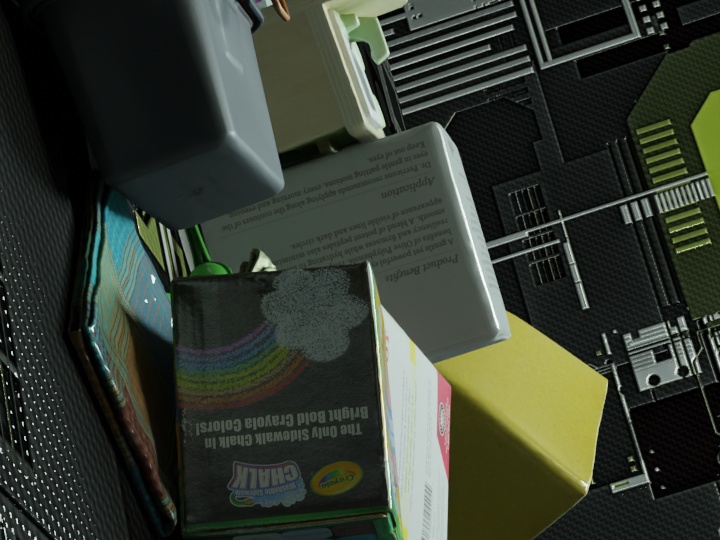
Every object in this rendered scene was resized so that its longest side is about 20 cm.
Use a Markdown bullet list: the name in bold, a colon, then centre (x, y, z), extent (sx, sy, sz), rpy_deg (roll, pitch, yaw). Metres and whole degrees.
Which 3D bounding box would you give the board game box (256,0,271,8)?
- **board game box**: centre (-0.104, -0.284, 2.401), extent (0.200, 0.034, 0.135), rpy_deg (42, 31, -78)

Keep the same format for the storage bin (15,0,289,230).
- **storage bin**: centre (-0.106, -0.113, 1.386), extent (0.200, 0.145, 0.135), rpy_deg (43, 28, -77)

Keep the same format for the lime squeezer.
- **lime squeezer**: centre (-0.115, 0.008, 1.565), extent (0.071, 0.038, 0.200), rpy_deg (38, 18, -15)

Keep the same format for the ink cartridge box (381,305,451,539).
- **ink cartridge box**: centre (-0.004, 0.117, 1.521), extent (0.200, 0.083, 0.146), rpy_deg (51, 39, -64)

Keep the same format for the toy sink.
- **toy sink**: centre (-0.046, -0.138, 1.742), extent (0.130, 0.199, 0.113), rpy_deg (17, 53, -83)

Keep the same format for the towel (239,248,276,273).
- **towel**: centre (-0.058, 0.102, 1.549), extent (0.149, 0.036, 0.201), rpy_deg (-74, 156, -51)

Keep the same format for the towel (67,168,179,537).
- **towel**: centre (-0.131, 0.043, 1.338), extent (0.200, 0.022, 0.147), rpy_deg (-95, 166, -62)

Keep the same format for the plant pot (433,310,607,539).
- **plant pot**: centre (0.073, 0.136, 2.006), extent (0.200, 0.194, 0.196), rpy_deg (41, 28, -11)

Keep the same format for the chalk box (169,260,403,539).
- **chalk box**: centre (-0.041, 0.112, 1.350), extent (0.124, 0.124, 0.201), rpy_deg (77, 9, -71)

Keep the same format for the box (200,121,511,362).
- **box**: centre (0.000, 0.000, 1.780), extent (0.200, 0.198, 0.172), rpy_deg (18, 55, -82)
